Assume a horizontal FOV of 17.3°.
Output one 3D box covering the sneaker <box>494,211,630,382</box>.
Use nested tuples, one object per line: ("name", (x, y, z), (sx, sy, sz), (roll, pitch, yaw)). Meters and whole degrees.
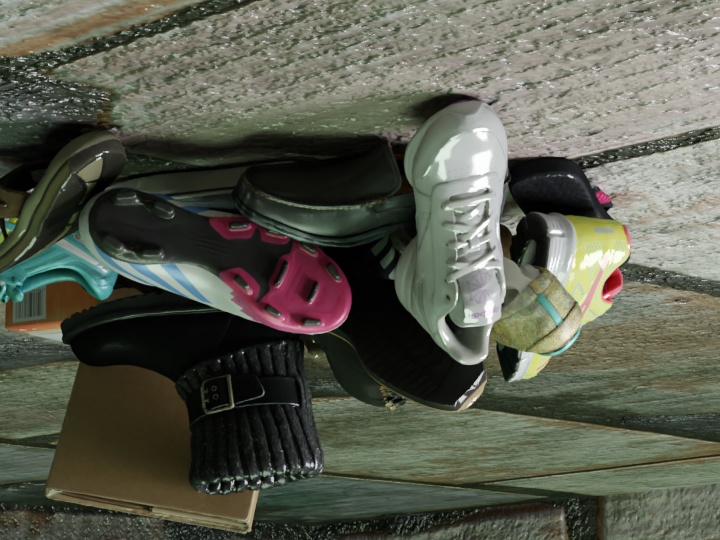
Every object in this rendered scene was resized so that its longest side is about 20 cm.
("sneaker", (0.152, 0.023, 1.783), (0.090, 0.079, 0.200), (-7, 154, -16))

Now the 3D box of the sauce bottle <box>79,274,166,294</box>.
("sauce bottle", (-0.141, -0.015, 1.844), (0.199, 0.067, 0.066), (-8, 167, 38))

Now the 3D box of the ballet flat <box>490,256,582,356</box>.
("ballet flat", (0.084, 0.012, 1.705), (0.070, 0.071, 0.200), (7, -175, -33))

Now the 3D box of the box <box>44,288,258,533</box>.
("box", (-0.149, 0.104, 1.870), (0.162, 0.201, 0.021), (9, 146, 3))

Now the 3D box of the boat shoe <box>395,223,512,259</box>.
("boat shoe", (0.074, -0.012, 1.855), (0.065, 0.073, 0.200), (11, 165, 20))

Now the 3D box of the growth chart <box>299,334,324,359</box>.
("growth chart", (-0.008, 0.041, 1.932), (0.199, 0.018, 0.145), (11, -154, -45))

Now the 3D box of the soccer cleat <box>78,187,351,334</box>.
("soccer cleat", (-0.103, -0.009, 1.658), (0.199, 0.070, 0.086), (21, 170, -11))

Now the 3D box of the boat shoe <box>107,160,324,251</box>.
("boat shoe", (-0.112, -0.021, 1.731), (0.199, 0.093, 0.075), (-8, 167, 29))

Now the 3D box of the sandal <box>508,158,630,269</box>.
("sandal", (0.158, -0.047, 1.783), (0.075, 0.045, 0.200), (-9, 153, 13))

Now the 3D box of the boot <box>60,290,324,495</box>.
("boot", (-0.132, 0.095, 1.816), (0.210, 0.159, 0.079), (-8, 173, 22))

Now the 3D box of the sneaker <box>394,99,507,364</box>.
("sneaker", (0.075, -0.024, 1.581), (0.074, 0.100, 0.201), (-14, 136, -18))

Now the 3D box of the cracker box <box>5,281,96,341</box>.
("cracker box", (-0.202, 0.035, 2.098), (0.133, 0.058, 0.200), (-7, 168, 30))

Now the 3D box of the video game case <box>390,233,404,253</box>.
("video game case", (-0.020, -0.010, 1.973), (0.199, 0.024, 0.182), (2, 168, -13))

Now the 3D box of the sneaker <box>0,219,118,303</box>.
("sneaker", (-0.278, -0.015, 1.789), (0.199, 0.080, 0.078), (2, 169, -10))

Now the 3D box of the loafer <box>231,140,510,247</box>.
("loafer", (0.009, -0.062, 1.646), (0.199, 0.073, 0.073), (0, 129, -22))

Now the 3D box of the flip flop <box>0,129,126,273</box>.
("flip flop", (-0.226, -0.054, 1.658), (0.081, 0.058, 0.200), (-32, 172, -35))

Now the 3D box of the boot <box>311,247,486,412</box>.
("boot", (0.034, 0.072, 1.739), (0.200, 0.077, 0.139), (38, 163, 41))

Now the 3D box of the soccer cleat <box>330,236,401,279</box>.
("soccer cleat", (0.000, 0.000, 1.818), (0.067, 0.081, 0.200), (-22, 154, 13))
